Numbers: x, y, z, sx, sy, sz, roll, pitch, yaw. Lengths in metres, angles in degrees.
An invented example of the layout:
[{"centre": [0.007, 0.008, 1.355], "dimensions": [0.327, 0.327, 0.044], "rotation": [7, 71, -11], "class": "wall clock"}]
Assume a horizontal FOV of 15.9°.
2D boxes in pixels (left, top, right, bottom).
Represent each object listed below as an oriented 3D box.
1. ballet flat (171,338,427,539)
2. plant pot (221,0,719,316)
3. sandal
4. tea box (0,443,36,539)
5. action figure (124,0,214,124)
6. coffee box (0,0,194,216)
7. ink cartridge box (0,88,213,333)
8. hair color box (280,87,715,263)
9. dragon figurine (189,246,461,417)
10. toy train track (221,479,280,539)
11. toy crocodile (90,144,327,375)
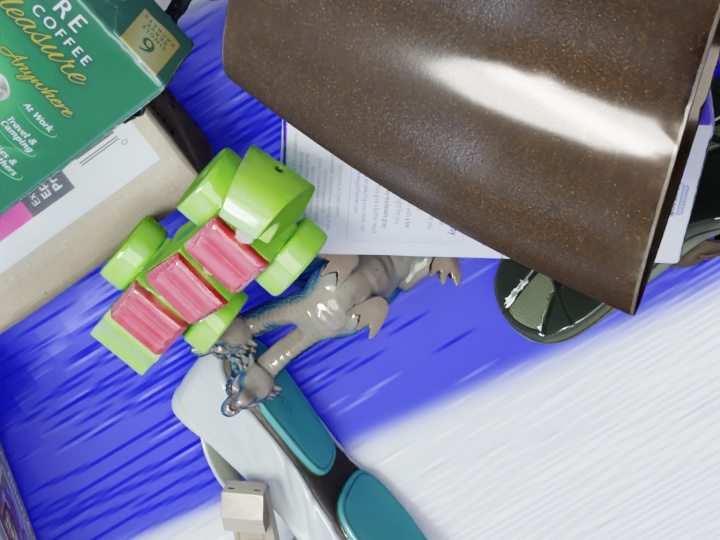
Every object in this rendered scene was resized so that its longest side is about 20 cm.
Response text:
[{"centre": [-0.028, 0.123, 1.381], "dimensions": [0.069, 0.069, 0.200], "rotation": [-36, 100, 11], "class": "ballet flat"}, {"centre": [0.049, -0.099, 1.101], "dimensions": [0.200, 0.187, 0.187], "rotation": [17, 108, 8], "class": "plant pot"}, {"centre": [0.158, -0.033, 1.327], "dimensions": [0.201, 0.057, 0.080], "rotation": [-33, 65, 11], "class": "sandal"}, {"centre": [-0.274, 0.166, 1.341], "dimensions": [0.196, 0.134, 0.200], "rotation": [-15, 117, 5], "class": "tea box"}, {"centre": [-0.088, -0.176, 1.252], "dimensions": [0.119, 0.102, 0.200], "rotation": [44, 65, -22], "class": "action figure"}, {"centre": [-0.182, -0.090, 1.195], "dimensions": [0.123, 0.044, 0.200], "rotation": [46, 129, -11], "class": "coffee box"}, {"centre": [-0.197, -0.082, 1.302], "dimensions": [0.165, 0.075, 0.200], "rotation": [-36, 106, 10], "class": "ink cartridge box"}, {"centre": [0.062, -0.060, 1.237], "dimensions": [0.199, 0.065, 0.109], "rotation": [3, 144, -2], "class": "hair color box"}, {"centre": [0.000, 0.000, 1.329], "dimensions": [0.200, 0.099, 0.059], "rotation": [-39, 100, -29], "class": "dragon figurine"}, {"centre": [-0.050, 0.199, 1.384], "dimensions": [0.114, 0.033, 0.200], "rotation": [4, 127, 17], "class": "toy train track"}, {"centre": [-0.078, 0.000, 1.236], "dimensions": [0.067, 0.062, 0.200], "rotation": [42, 140, -8], "class": "toy crocodile"}]
